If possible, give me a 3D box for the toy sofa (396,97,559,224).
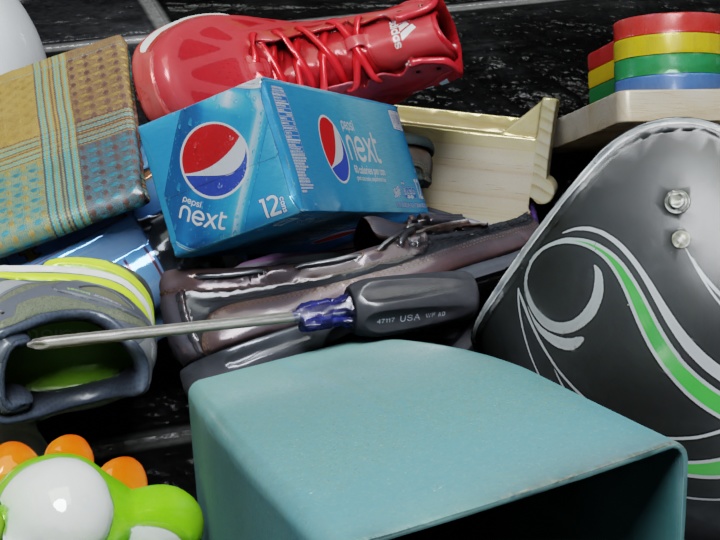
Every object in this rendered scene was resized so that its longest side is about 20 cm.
[{"bbox_3d":[0.026,-0.070,1.003,0.197,0.099,0.083,7,6,7],"label":"toy sofa"}]

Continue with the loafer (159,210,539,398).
[{"bbox_3d":[0.000,0.000,0.752,0.198,0.072,0.064,-20,81,-23],"label":"loafer"}]

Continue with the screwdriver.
[{"bbox_3d":[-0.043,0.023,0.689,0.198,0.029,0.028,-8,61,-12],"label":"screwdriver"}]

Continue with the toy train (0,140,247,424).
[{"bbox_3d":[-0.147,0.009,0.800,0.199,0.087,0.114,-28,31,-13],"label":"toy train"}]

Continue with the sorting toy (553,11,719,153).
[{"bbox_3d":[0.230,-0.118,1.000,0.197,0.071,0.199,-1,-1,-7],"label":"sorting toy"}]

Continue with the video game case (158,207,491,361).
[{"bbox_3d":[-0.015,0.008,0.857,0.198,0.019,0.143,-18,17,-22],"label":"video game case"}]

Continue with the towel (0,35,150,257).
[{"bbox_3d":[-0.204,-0.045,0.802,0.198,0.022,0.147,-18,42,2],"label":"towel"}]

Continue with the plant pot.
[{"bbox_3d":[0.010,0.111,0.632,0.140,0.143,0.200,-13,23,-25],"label":"plant pot"}]

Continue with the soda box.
[{"bbox_3d":[-0.031,-0.048,0.791,0.067,0.065,0.200,-19,-5,18],"label":"soda box"}]

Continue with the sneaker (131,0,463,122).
[{"bbox_3d":[-0.021,-0.120,0.853,0.115,0.079,0.199,-20,-1,40],"label":"sneaker"}]

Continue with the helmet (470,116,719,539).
[{"bbox_3d":[0.167,0.035,0.709,0.190,0.201,0.200,42,42,12],"label":"helmet"}]

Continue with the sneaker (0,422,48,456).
[{"bbox_3d":[-0.206,0.120,0.668,0.199,0.076,0.088,-20,49,-35],"label":"sneaker"}]

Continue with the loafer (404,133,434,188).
[{"bbox_3d":[-0.053,-0.036,0.930,0.197,0.064,0.072,-7,-14,4],"label":"loafer"}]

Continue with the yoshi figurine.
[{"bbox_3d":[-0.151,0.123,0.607,0.198,0.113,0.112,2,3,-25],"label":"yoshi figurine"}]

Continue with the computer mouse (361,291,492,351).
[{"bbox_3d":[0.044,0.044,0.821,0.137,0.053,0.200,0,19,33],"label":"computer mouse"}]

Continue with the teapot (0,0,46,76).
[{"bbox_3d":[-0.266,-0.096,0.947,0.196,0.201,0.146,-34,-11,6],"label":"teapot"}]

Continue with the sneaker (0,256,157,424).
[{"bbox_3d":[-0.179,0.032,0.687,0.198,0.075,0.081,-6,15,-19],"label":"sneaker"}]
